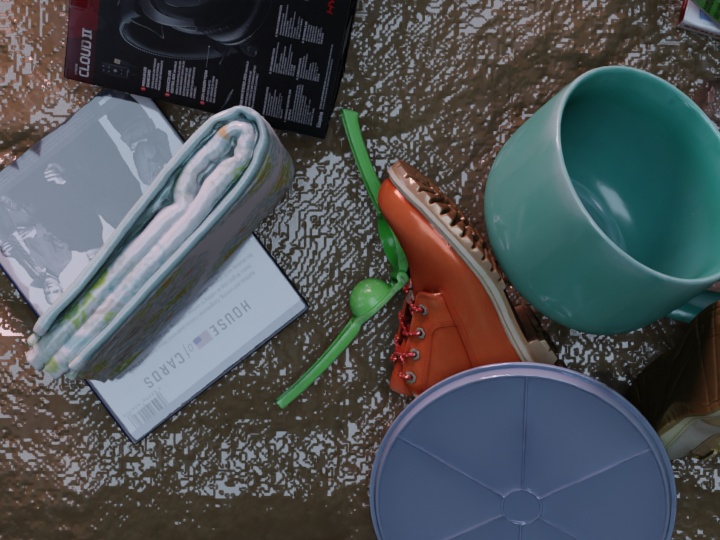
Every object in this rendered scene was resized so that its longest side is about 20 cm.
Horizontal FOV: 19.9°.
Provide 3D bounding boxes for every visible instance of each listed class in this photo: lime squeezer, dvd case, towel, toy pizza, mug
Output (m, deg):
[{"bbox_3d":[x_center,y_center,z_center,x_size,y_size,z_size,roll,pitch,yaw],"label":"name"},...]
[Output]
[{"bbox_3d":[0.000,0.000,1.355,0.070,0.038,0.202,13,91,-31],"label":"lime squeezer"},{"bbox_3d":[-0.152,-0.009,1.371,0.150,0.025,0.200,-37,89,-1],"label":"dvd case"},{"bbox_3d":[-0.122,-0.012,1.274,0.048,0.171,0.200,43,88,4],"label":"towel"},{"bbox_3d":[0.105,0.146,1.332,0.198,0.032,0.202,2,114,5],"label":"toy pizza"},{"bbox_3d":[0.162,-0.023,1.307,0.151,0.114,0.186,-22,79,-40],"label":"mug"}]

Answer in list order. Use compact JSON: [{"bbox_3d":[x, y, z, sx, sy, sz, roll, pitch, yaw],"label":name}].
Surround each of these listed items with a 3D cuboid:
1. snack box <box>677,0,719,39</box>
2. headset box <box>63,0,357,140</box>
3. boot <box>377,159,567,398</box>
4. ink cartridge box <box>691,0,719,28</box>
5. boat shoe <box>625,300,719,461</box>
[{"bbox_3d":[0.274,-0.251,1.376,0.071,0.024,0.202,16,88,-1],"label":"snack box"},{"bbox_3d":[-0.101,-0.182,1.313,0.198,0.078,0.150,13,133,2],"label":"headset box"},{"bbox_3d":[0.050,0.028,1.328,0.107,0.075,0.201,-30,106,8],"label":"boot"},{"bbox_3d":[0.314,-0.194,1.293,0.200,0.147,0.146,42,85,-8],"label":"ink cartridge box"},{"bbox_3d":[0.232,0.071,1.289,0.066,0.200,0.075,11,68,-15],"label":"boat shoe"}]
